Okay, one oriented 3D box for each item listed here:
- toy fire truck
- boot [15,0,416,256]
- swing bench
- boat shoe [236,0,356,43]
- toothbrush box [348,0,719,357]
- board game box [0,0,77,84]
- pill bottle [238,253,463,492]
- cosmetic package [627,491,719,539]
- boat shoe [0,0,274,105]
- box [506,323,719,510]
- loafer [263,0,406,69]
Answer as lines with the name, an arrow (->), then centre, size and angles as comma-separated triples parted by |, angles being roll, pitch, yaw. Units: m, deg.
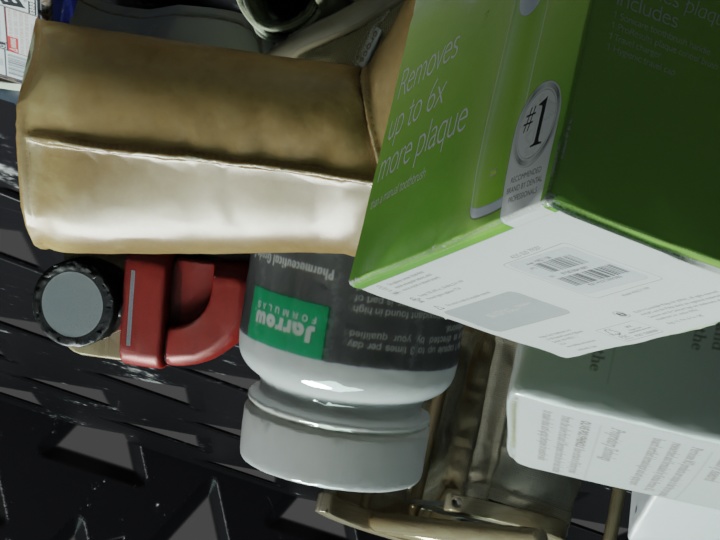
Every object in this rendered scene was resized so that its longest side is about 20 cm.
toy fire truck -> -0.058, -0.038, 0.953 | 0.198, 0.178, 0.129 | 7, -171, 11
boot -> -0.036, -0.076, 0.681 | 0.198, 0.177, 0.066 | 8, -156, 11
swing bench -> 0.094, 0.103, 1.276 | 0.198, 0.201, 0.129 | 4, 164, 37
boat shoe -> -0.033, -0.131, 0.765 | 0.071, 0.063, 0.200 | 9, 167, 19
toothbrush box -> 0.079, -0.087, 0.530 | 0.085, 0.202, 0.145 | 19, 166, -17
board game box -> -0.209, -0.168, 0.725 | 0.198, 0.098, 0.159 | 16, 166, -7
pill bottle -> 0.000, 0.000, 0.879 | 0.112, 0.202, 0.113 | 8, -173, -1
cosmetic package -> 0.275, 0.074, 0.986 | 0.198, 0.124, 0.200 | 16, 138, -1
boat shoe -> -0.124, -0.096, 0.844 | 0.198, 0.075, 0.062 | 8, 148, 18
box -> 0.165, -0.005, 0.772 | 0.169, 0.201, 0.200 | 12, 168, 8
loafer -> 0.014, -0.076, 0.747 | 0.075, 0.069, 0.200 | 7, 145, -45
